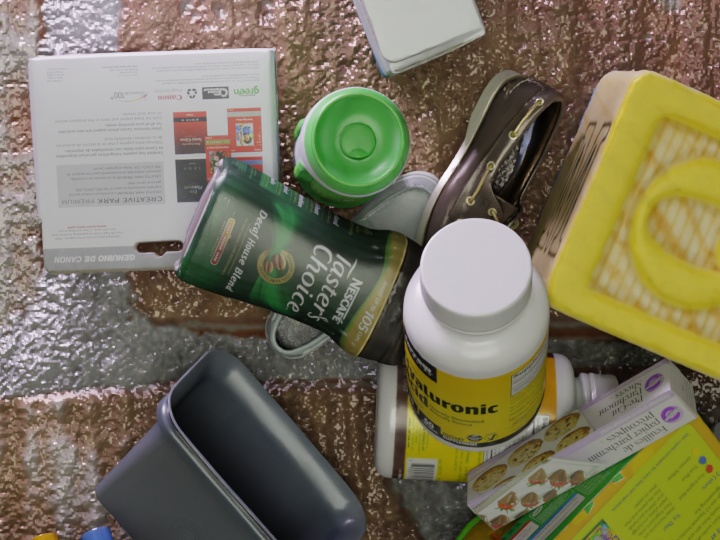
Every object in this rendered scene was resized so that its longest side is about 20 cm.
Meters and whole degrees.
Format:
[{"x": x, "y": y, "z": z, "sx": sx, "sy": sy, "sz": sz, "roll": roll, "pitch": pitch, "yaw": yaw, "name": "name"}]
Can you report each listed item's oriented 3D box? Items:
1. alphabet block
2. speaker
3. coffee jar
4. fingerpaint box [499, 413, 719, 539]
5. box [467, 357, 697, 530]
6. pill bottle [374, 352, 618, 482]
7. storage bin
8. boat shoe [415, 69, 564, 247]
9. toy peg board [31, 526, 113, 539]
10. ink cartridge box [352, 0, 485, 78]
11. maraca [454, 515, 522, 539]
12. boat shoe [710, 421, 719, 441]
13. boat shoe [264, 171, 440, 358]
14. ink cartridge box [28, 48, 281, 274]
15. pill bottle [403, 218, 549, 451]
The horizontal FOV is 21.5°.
[{"x": 0.255, "y": -0.037, "z": 1.517, "sx": 0.194, "sy": 0.200, "sz": 0.198, "roll": 21, "pitch": 95, "yaw": -2, "name": "alphabet block"}, {"x": -0.009, "y": -0.095, "z": 1.506, "sx": 0.087, "sy": 0.200, "sz": 0.090, "roll": 0, "pitch": 89, "yaw": -4, "name": "speaker"}, {"x": -0.039, "y": -0.005, "z": 1.499, "sx": 0.198, "sy": 0.085, "sz": 0.105, "roll": 23, "pitch": 100, "yaw": -8, "name": "coffee jar"}, {"x": 0.224, "y": 0.226, "z": 1.518, "sx": 0.200, "sy": 0.073, "sz": 0.167, "roll": -44, "pitch": 107, "yaw": -9, "name": "fingerpaint box"}, {"x": 0.171, "y": 0.138, "z": 1.491, "sx": 0.199, "sy": 0.042, "sz": 0.039, "roll": -33, "pitch": 120, "yaw": 26, "name": "box"}, {"x": 0.112, "y": 0.121, "z": 1.575, "sx": 0.198, "sy": 0.109, "sz": 0.111, "roll": 3, "pitch": 95, "yaw": -1, "name": "pill bottle"}, {"x": -0.114, "y": 0.187, "z": 1.578, "sx": 0.134, "sy": 0.146, "sz": 0.200, "roll": -38, "pitch": 95, "yaw": 30, "name": "storage bin"}, {"x": 0.107, "y": -0.065, "z": 1.572, "sx": 0.059, "sy": 0.072, "sz": 0.202, "roll": 26, "pitch": 92, "yaw": 39, "name": "boat shoe"}, {"x": -0.261, "y": 0.271, "z": 1.558, "sx": 0.197, "sy": 0.200, "sz": 0.098, "roll": -21, "pitch": 65, "yaw": -7, "name": "toy peg board"}, {"x": 0.032, "y": -0.234, "z": 1.497, "sx": 0.084, "sy": 0.200, "sz": 0.146, "roll": -21, "pitch": 95, "yaw": 2, "name": "ink cartridge box"}, {"x": 0.140, "y": 0.251, "z": 1.594, "sx": 0.136, "sy": 0.107, "sz": 0.201, "roll": 27, "pitch": 69, "yaw": -6, "name": "maraca"}, {"x": 0.362, "y": 0.202, "z": 1.611, "sx": 0.199, "sy": 0.071, "sz": 0.070, "roll": 27, "pitch": 126, "yaw": -13, "name": "boat shoe"}, {"x": -0.001, "y": 0.000, "z": 1.582, "sx": 0.070, "sy": 0.072, "sz": 0.201, "roll": 44, "pitch": 93, "yaw": -4, "name": "boat shoe"}, {"x": -0.166, "y": -0.092, "z": 1.567, "sx": 0.198, "sy": 0.084, "sz": 0.178, "roll": -1, "pitch": 97, "yaw": 0, "name": "ink cartridge box"}, {"x": 0.087, "y": 0.047, "z": 1.435, "sx": 0.110, "sy": 0.201, "sz": 0.112, "roll": -2, "pitch": 59, "yaw": 3, "name": "pill bottle"}]
